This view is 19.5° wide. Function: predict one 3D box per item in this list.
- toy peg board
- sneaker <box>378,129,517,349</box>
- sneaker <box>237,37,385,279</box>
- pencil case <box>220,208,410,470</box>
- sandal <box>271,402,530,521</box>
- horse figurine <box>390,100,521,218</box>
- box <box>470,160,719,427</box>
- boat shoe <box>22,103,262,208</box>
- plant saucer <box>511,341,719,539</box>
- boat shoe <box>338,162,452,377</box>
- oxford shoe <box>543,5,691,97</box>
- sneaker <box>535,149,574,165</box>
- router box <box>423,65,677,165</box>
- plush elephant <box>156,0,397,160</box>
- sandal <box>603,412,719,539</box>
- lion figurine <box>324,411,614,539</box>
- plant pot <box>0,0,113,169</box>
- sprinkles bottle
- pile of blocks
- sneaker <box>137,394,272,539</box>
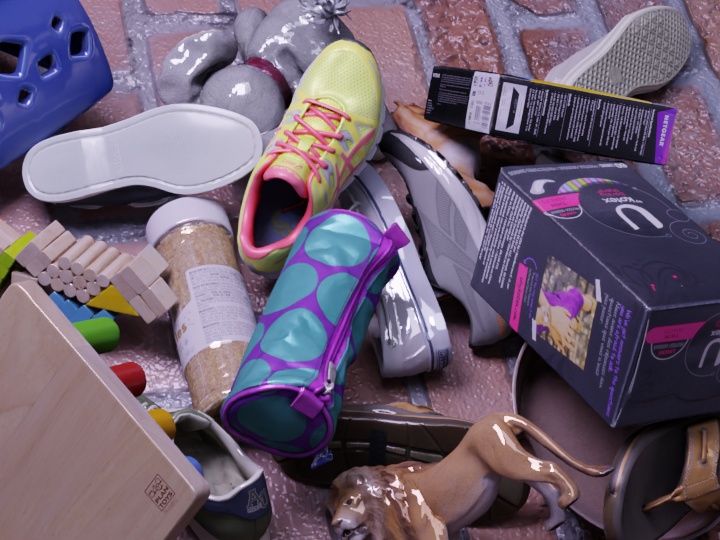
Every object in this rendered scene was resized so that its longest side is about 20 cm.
[{"bbox_3d":[-0.198,0.140,1.449,0.199,0.200,0.098,47,27,17],"label":"toy peg board"},{"bbox_3d":[0.069,-0.027,1.674,0.079,0.074,0.200,-34,79,3],"label":"sneaker"},{"bbox_3d":[-0.040,-0.085,1.617,0.078,0.090,0.200,22,93,10],"label":"sneaker"},{"bbox_3d":[-0.032,0.046,1.536,0.092,0.085,0.200,-19,34,35],"label":"pencil case"},{"bbox_3d":[0.031,0.134,1.569,0.199,0.082,0.055,8,26,6],"label":"sandal"},{"bbox_3d":[0.099,-0.078,1.768,0.132,0.050,0.200,7,46,-11],"label":"horse figurine"},{"bbox_3d":[0.189,0.012,1.541,0.122,0.106,0.200,-6,35,-31],"label":"box"},{"bbox_3d":[-0.170,-0.090,1.684,0.199,0.060,0.076,-3,85,12],"label":"boat shoe"},{"bbox_3d":[0.199,0.120,1.594,0.200,0.034,0.201,13,57,-20],"label":"plant saucer"},{"bbox_3d":[0.000,0.003,1.674,0.086,0.075,0.202,-16,61,-11],"label":"boat shoe"},{"bbox_3d":[0.226,-0.181,1.874,0.200,0.075,0.058,-37,19,-35],"label":"oxford shoe"},{"bbox_3d":[0.191,-0.024,1.709,0.200,0.100,0.070,22,10,-40],"label":"sneaker"},{"bbox_3d":[0.148,-0.126,1.688,0.149,0.051,0.200,9,5,-14],"label":"router box"},{"bbox_3d":[-0.073,-0.145,1.734,0.155,0.200,0.165,-42,73,-16],"label":"plush elephant"},{"bbox_3d":[0.252,0.147,1.524,0.200,0.082,0.055,-14,12,-38],"label":"sandal"},{"bbox_3d":[0.074,0.155,1.500,0.200,0.072,0.123,-38,73,15],"label":"lion figurine"},{"bbox_3d":[-0.345,-0.200,1.683,0.200,0.180,0.200,24,48,34],"label":"plant pot"},{"bbox_3d":[-0.115,0.036,1.619,0.068,0.068,0.200,-7,51,-15],"label":"sprinkles bottle"},{"bbox_3d":[-0.233,0.002,1.630,0.199,0.082,0.062,17,26,12],"label":"pile of blocks"},{"bbox_3d":[-0.138,0.123,1.525,0.200,0.090,0.067,37,54,22],"label":"sneaker"}]
